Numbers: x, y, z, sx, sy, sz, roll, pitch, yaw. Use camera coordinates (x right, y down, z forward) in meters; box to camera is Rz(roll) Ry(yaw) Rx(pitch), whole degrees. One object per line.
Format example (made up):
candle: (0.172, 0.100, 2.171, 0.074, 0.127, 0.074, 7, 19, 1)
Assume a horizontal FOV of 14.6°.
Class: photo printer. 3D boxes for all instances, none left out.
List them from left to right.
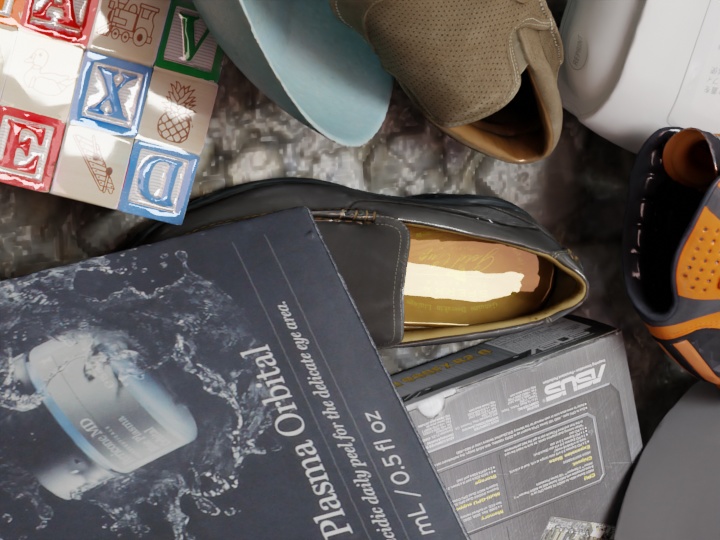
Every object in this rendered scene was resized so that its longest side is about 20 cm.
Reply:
photo printer: (0.177, -0.137, 1.201, 0.166, 0.069, 0.200, 5, 113, -29)

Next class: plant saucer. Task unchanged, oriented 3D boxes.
plant saucer: (-0.040, -0.141, 1.072, 0.039, 0.201, 0.201, -13, 110, 19)

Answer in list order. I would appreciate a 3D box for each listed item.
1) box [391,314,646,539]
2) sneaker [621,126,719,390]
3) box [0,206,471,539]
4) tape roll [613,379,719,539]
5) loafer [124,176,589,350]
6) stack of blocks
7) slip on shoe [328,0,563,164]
box: (0.033, 0.123, 1.197, 0.200, 0.048, 0.159, -19, 108, -25)
sneaker: (0.189, -0.043, 1.165, 0.112, 0.078, 0.200, 36, 94, -34)
box: (-0.078, 0.102, 1.018, 0.200, 0.197, 0.118, -15, 140, -15)
tape roll: (0.196, 0.141, 1.246, 0.200, 0.066, 0.201, -2, 93, -46)
loafer: (0.000, 0.000, 1.146, 0.200, 0.072, 0.073, -7, 102, -27)
stack of blocks: (-0.152, -0.096, 1.056, 0.200, 0.059, 0.115, 14, 91, -29)
slip on shoe: (0.039, -0.088, 1.097, 0.076, 0.200, 0.061, -16, 76, 9)
